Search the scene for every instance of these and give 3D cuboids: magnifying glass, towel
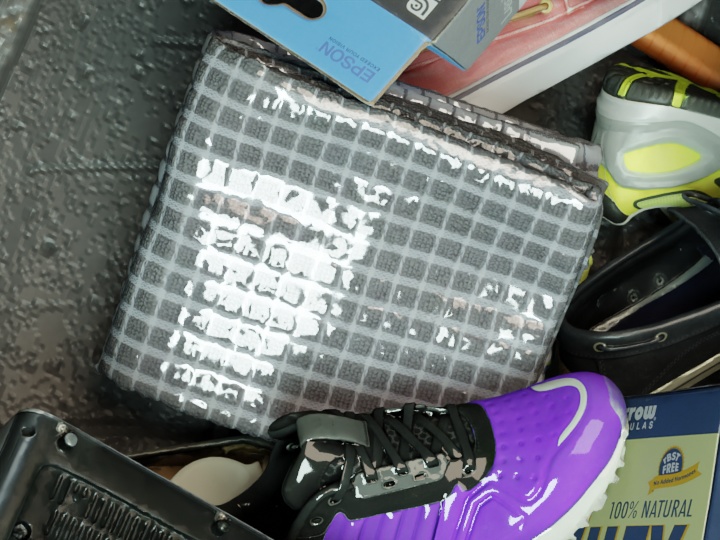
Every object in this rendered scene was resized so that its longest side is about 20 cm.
[{"bbox_3d":[0.105,-0.153,1.357,0.199,0.022,0.080,33,62,-10],"label":"magnifying glass"},{"bbox_3d":[0.000,0.000,1.165,0.199,0.086,0.167,18,100,-6],"label":"towel"}]

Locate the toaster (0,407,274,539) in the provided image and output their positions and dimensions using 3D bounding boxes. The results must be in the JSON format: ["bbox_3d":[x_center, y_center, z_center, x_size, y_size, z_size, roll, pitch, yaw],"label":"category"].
[{"bbox_3d":[-0.103,0.184,1.013,0.180,0.119,0.201,30,61,-16],"label":"toaster"}]

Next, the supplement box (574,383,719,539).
[{"bbox_3d":[0.182,0.170,1.127,0.199,0.134,0.202,17,76,-25],"label":"supplement box"}]

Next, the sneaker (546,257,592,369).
[{"bbox_3d":[0.019,-0.006,1.233,0.199,0.076,0.106,16,66,-19],"label":"sneaker"}]

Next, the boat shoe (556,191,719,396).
[{"bbox_3d":[0.175,-0.005,1.242,0.199,0.062,0.075,-32,41,-7],"label":"boat shoe"}]

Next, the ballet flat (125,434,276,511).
[{"bbox_3d":[-0.115,0.104,1.137,0.199,0.068,0.068,-15,79,-27],"label":"ballet flat"}]

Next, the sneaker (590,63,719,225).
[{"bbox_3d":[0.194,-0.049,1.339,0.199,0.075,0.077,12,105,-29],"label":"sneaker"}]

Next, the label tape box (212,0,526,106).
[{"bbox_3d":[0.011,-0.165,1.191,0.144,0.063,0.200,34,69,17],"label":"label tape box"}]

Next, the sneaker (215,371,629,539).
[{"bbox_3d":[0.014,0.089,1.099,0.100,0.199,0.070,52,13,-34],"label":"sneaker"}]

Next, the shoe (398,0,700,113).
[{"bbox_3d":[0.083,-0.137,1.296,0.199,0.071,0.091,-29,93,-16],"label":"shoe"}]
